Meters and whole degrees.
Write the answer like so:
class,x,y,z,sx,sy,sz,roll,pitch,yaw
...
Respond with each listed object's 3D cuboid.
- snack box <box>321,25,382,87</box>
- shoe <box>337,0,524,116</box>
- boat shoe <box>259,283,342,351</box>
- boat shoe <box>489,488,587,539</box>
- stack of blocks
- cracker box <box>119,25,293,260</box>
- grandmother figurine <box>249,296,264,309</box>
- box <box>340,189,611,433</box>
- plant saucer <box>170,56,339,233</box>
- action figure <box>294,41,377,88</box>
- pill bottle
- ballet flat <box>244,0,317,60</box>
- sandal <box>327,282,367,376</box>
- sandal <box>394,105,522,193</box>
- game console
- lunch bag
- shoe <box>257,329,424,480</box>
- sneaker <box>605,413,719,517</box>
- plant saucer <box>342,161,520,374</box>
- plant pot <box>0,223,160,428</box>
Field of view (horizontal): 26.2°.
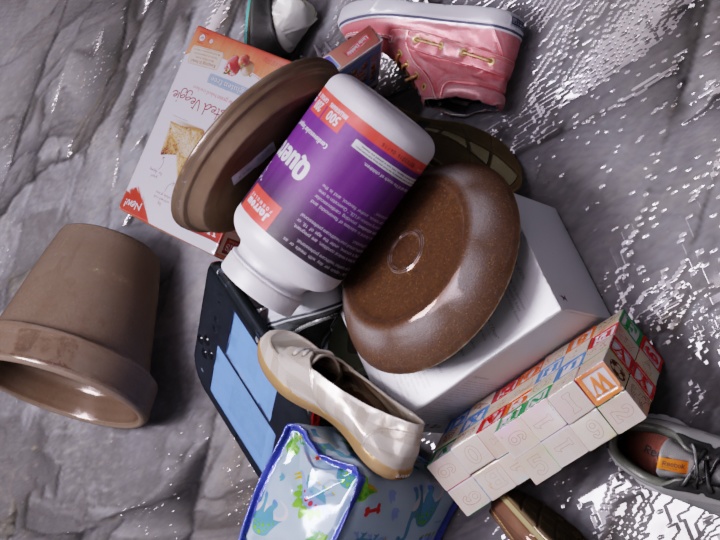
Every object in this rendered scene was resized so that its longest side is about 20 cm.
class,x,y,z,sx,sy,sz,roll,pitch,yaw
snack box,-0.061,-0.149,1.431,0.200,0.072,0.024,-37,70,-20
shoe,0.057,-0.200,1.462,0.199,0.071,0.092,9,82,32
boat shoe,-0.054,0.059,1.471,0.200,0.072,0.071,143,110,-69
boat shoe,0.171,0.265,1.301,0.200,0.072,0.068,47,107,29
stack of blocks,0.153,0.126,1.304,0.200,0.115,0.059,-36,96,27
cracker box,-0.138,-0.123,1.513,0.133,0.058,0.201,24,92,31
grandmother figurine,-0.069,-0.026,1.496,0.061,0.121,0.200,43,134,-1
box,0.101,0.041,1.375,0.200,0.097,0.125,-37,62,26
plant saucer,-0.085,-0.104,1.379,0.029,0.200,0.200,45,109,17
action figure,-0.064,-0.145,1.548,0.199,0.069,0.131,-27,60,26
pill bottle,-0.033,-0.062,1.336,0.112,0.112,0.200,41,98,33
ballet flat,-0.082,-0.285,1.584,0.068,0.068,0.202,-6,79,26
sandal,0.001,0.001,1.478,0.079,0.057,0.203,1,82,36
sandal,0.063,-0.104,1.443,0.199,0.080,0.054,20,130,26
game console,-0.103,0.113,1.494,0.200,0.031,0.177,54,153,29
lunch bag,-0.021,0.250,1.384,0.127,0.170,0.201,34,102,37
shoe,-0.016,0.103,1.353,0.200,0.070,0.054,39,121,34
sneaker,0.284,0.165,1.232,0.199,0.079,0.074,14,89,35
plant saucer,0.049,-0.010,1.333,0.200,0.037,0.202,-28,48,35
plant pot,-0.290,0.050,1.618,0.199,0.200,0.176,2,67,36
